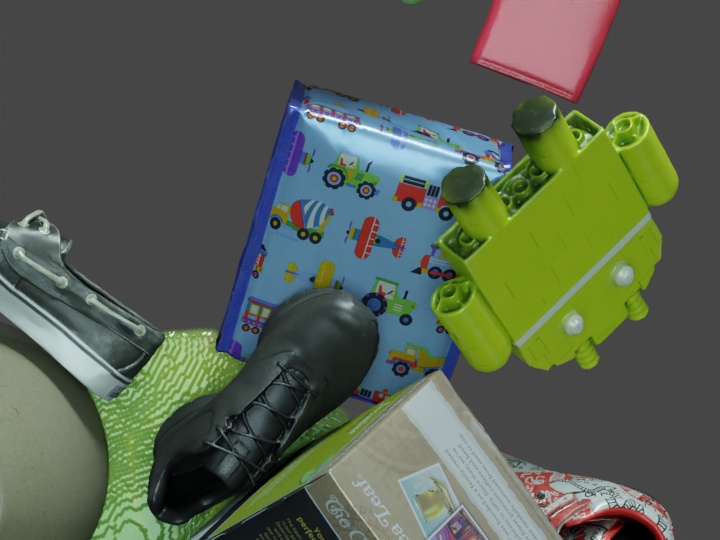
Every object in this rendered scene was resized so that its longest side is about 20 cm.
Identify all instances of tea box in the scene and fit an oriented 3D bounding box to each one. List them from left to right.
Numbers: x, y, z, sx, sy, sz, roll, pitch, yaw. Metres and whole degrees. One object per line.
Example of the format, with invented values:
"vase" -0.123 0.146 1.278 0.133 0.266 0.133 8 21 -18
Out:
"tea box" 0.014 0.203 1.686 0.197 0.134 0.200 -31 96 44

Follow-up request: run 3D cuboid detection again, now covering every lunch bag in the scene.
"lunch bag" 0.000 0.000 1.745 0.150 0.094 0.200 17 103 -3

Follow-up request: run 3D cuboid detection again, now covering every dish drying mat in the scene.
"dish drying mat" 0.142 -0.213 1.756 0.077 0.018 0.200 21 95 -2

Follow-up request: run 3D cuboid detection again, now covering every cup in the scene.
"cup" -0.264 0.134 1.723 0.200 0.143 0.201 0 95 0

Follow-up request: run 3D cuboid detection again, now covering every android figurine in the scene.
"android figurine" 0.123 -0.015 1.707 0.182 0.041 0.200 -43 135 -10

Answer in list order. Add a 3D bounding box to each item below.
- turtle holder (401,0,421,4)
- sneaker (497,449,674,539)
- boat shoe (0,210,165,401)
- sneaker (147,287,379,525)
"turtle holder" -0.007 -0.267 1.708 0.132 0.141 0.185 -38 133 18
"sneaker" 0.102 0.156 1.738 0.201 0.108 0.067 10 94 0
"boat shoe" -0.213 -0.004 1.752 0.200 0.071 0.064 41 94 -11
"sneaker" -0.061 0.093 1.717 0.076 0.091 0.200 39 116 -9
